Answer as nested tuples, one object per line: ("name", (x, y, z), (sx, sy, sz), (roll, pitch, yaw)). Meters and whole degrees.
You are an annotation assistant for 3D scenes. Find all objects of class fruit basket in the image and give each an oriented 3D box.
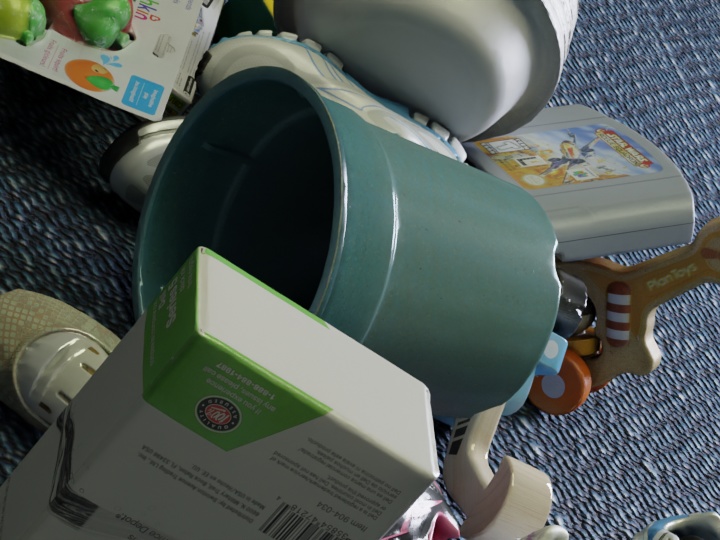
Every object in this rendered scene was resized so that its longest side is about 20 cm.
("fruit basket", (-0.200, -0.180, 1.658), (0.199, 0.094, 0.185), (18, 33, -3))

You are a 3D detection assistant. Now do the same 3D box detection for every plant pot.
("plant pot", (0.000, 0.000, 1.566), (0.196, 0.200, 0.201), (15, 37, -38))

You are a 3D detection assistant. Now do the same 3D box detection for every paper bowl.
("paper bowl", (0.039, -0.162, 1.768), (0.200, 0.201, 0.105), (34, 49, -19))

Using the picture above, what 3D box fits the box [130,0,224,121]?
("box", (-0.154, -0.179, 1.827), (0.110, 0.035, 0.200), (36, 26, -14))

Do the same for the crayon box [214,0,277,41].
("crayon box", (0.006, -0.118, 1.937), (0.200, 0.058, 0.173), (11, 41, -47))

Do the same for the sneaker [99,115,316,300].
("sneaker", (-0.069, -0.023, 1.663), (0.200, 0.076, 0.116), (21, 31, -42))

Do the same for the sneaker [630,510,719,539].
("sneaker", (0.189, 0.206, 1.687), (0.072, 0.072, 0.200), (45, 27, 0))

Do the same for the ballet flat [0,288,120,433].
("ballet flat", (-0.128, 0.078, 1.422), (0.200, 0.068, 0.062), (39, -10, -10))

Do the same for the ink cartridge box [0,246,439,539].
("ink cartridge box", (-0.080, 0.111, 1.300), (0.145, 0.200, 0.084), (32, 25, -21))

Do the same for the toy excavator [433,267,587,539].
("toy excavator", (0.074, 0.079, 1.697), (0.100, 0.201, 0.194), (25, -14, -31))

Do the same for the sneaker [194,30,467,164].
("sneaker", (-0.013, -0.090, 1.708), (0.200, 0.075, 0.087), (24, 15, -13))

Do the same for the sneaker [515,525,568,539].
("sneaker", (0.129, 0.238, 1.520), (0.075, 0.100, 0.200), (7, 44, -54))

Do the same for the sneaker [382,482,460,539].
("sneaker", (0.002, 0.153, 1.512), (0.096, 0.079, 0.200), (57, 28, 3))

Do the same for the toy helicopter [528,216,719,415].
("toy helicopter", (0.184, 0.007, 1.832), (0.133, 0.200, 0.079), (64, 27, -1))

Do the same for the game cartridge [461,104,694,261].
("game cartridge", (0.143, -0.064, 1.820), (0.133, 0.042, 0.200), (-12, 27, -17))
